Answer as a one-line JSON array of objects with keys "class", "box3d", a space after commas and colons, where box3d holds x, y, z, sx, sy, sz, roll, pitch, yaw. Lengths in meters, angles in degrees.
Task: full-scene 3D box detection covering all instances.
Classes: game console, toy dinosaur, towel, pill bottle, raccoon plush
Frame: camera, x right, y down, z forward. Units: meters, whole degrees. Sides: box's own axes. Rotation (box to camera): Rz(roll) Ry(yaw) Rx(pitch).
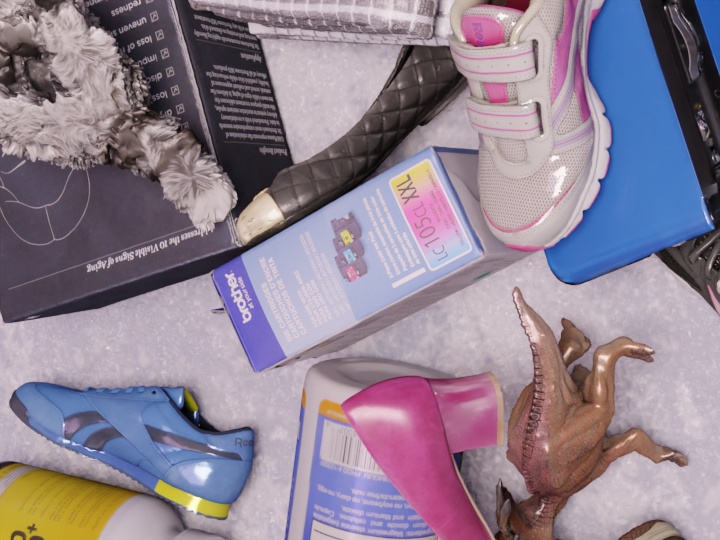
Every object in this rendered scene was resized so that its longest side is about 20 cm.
[{"class": "game console", "box3d": [0.185, -0.111, 0.725, 0.118, 0.169, 0.202, 136, 122, -64]}, {"class": "toy dinosaur", "box3d": [0.116, 0.110, 0.746, 0.135, 0.201, 0.086, -42, 45, -18]}, {"class": "towel", "box3d": [-0.014, -0.224, 0.745, 0.199, 0.085, 0.167, 13, 99, 41]}, {"class": "pill bottle", "box3d": [-0.199, 0.213, 0.905, 0.198, 0.112, 0.113, 8, 98, 22]}, {"class": "pill bottle", "box3d": [0.006, 0.167, 0.816, 0.111, 0.112, 0.202, 11, 99, 21]}, {"class": "raccoon plush", "box3d": [-0.170, -0.106, 0.770, 0.096, 0.134, 0.200, -36, 113, 6]}]

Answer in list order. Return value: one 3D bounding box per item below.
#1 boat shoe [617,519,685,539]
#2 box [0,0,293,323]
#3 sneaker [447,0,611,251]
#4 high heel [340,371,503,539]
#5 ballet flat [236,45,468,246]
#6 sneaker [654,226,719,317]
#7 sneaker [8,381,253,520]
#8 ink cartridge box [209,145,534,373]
[{"class": "boat shoe", "box3d": [0.142, 0.222, 0.720, 0.075, 0.201, 0.075, 41, 137, 25]}, {"class": "box", "box3d": [-0.164, -0.086, 0.858, 0.198, 0.124, 0.199, -16, 86, 23]}, {"class": "sneaker", "box3d": [0.086, -0.112, 0.684, 0.081, 0.088, 0.202, 1, 90, 43]}, {"class": "high heel", "box3d": [0.037, 0.158, 0.734, 0.095, 0.067, 0.202, -7, 112, -15]}, {"class": "ballet flat", "box3d": [-0.007, -0.087, 0.787, 0.200, 0.066, 0.057, -43, 96, -18]}, {"class": "sneaker", "box3d": [0.241, 0.010, 0.717, 0.200, 0.086, 0.081, 43, 107, 15]}, {"class": "sneaker", "box3d": [-0.167, 0.111, 0.914, 0.199, 0.066, 0.079, 21, 91, 19]}, {"class": "ink cartridge box", "box3d": [0.000, 0.000, 0.790, 0.199, 0.136, 0.077, -30, 81, 22]}]
